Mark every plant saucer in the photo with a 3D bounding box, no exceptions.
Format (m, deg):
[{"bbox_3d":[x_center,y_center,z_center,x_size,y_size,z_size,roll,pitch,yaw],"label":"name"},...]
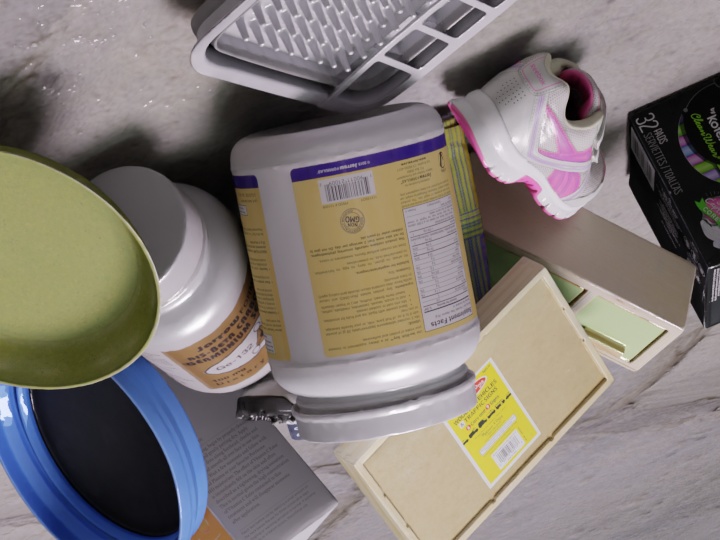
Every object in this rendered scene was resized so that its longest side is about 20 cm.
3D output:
[{"bbox_3d":[-0.216,-0.008,1.386,0.198,0.031,0.201,7,134,7],"label":"plant saucer"}]

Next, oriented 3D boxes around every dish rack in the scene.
[{"bbox_3d":[0.000,-0.170,1.360,0.171,0.044,0.199,-37,155,27],"label":"dish rack"}]

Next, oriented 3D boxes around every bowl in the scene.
[{"bbox_3d":[-0.189,0.125,1.617,0.039,0.201,0.201,-35,168,-40],"label":"bowl"}]

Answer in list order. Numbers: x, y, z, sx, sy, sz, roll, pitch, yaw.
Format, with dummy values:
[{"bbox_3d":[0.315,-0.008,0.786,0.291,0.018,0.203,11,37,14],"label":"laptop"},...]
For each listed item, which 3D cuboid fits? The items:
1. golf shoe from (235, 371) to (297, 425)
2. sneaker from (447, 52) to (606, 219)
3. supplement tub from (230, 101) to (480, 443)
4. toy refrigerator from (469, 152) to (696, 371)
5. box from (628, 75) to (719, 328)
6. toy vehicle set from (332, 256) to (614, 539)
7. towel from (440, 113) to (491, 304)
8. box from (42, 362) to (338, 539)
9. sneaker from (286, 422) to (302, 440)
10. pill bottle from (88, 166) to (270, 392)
[{"bbox_3d":[-0.015,0.051,1.638,0.199,0.095,0.077,-20,-173,-35],"label":"golf shoe"},{"bbox_3d":[0.143,-0.099,1.613,0.088,0.082,0.200,-35,160,16],"label":"sneaker"},{"bbox_3d":[0.000,0.000,1.478,0.144,0.202,0.145,-11,-173,1],"label":"supplement tub"},{"bbox_3d":[0.146,-0.003,1.694,0.199,0.070,0.076,26,144,-13],"label":"toy refrigerator"},{"bbox_3d":[0.329,-0.076,1.767,0.199,0.149,0.125,-23,156,-4],"label":"box"},{"bbox_3d":[0.084,0.103,1.603,0.200,0.026,0.125,-45,126,-15],"label":"toy vehicle set"},{"bbox_3d":[0.027,-0.004,1.587,0.143,0.202,0.023,-17,-169,-27],"label":"towel"},{"bbox_3d":[-0.133,0.148,1.684,0.097,0.200,0.125,-32,166,-41],"label":"box"},{"bbox_3d":[-0.079,0.096,1.822,0.199,0.071,0.109,-12,154,-32],"label":"sneaker"},{"bbox_3d":[-0.123,0.005,1.517,0.114,0.115,0.200,-28,157,7],"label":"pill bottle"}]
